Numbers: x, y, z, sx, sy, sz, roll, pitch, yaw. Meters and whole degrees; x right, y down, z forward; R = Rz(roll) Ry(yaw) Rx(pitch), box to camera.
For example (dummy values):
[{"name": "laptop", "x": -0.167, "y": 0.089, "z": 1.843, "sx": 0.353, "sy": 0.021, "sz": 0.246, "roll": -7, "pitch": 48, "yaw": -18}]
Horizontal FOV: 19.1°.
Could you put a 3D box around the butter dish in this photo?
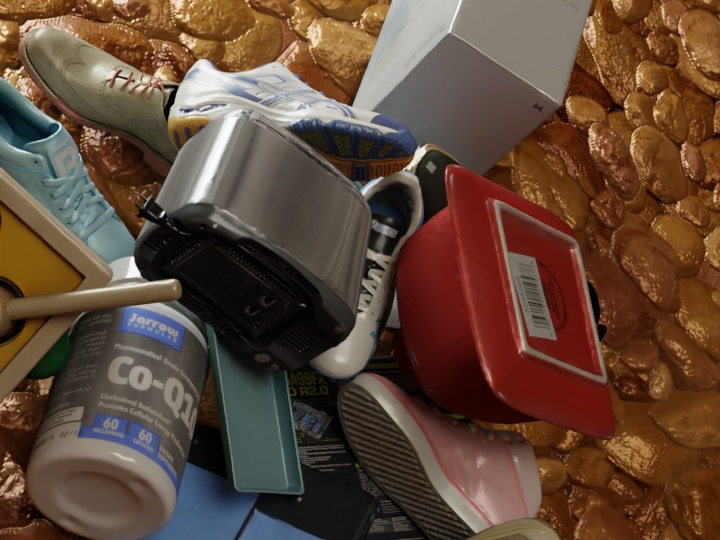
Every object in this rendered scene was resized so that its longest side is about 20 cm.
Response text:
[{"name": "butter dish", "x": 0.091, "y": 0.044, "z": 1.682, "sx": 0.199, "sy": 0.147, "sz": 0.201, "roll": 23, "pitch": 51, "yaw": -51}]

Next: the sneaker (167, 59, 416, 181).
[{"name": "sneaker", "x": -0.051, "y": -0.129, "z": 1.713, "sx": 0.199, "sy": 0.075, "sz": 0.088, "roll": 9, "pitch": 54, "yaw": -2}]

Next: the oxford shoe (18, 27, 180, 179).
[{"name": "oxford shoe", "x": -0.186, "y": -0.147, "z": 1.762, "sx": 0.199, "sy": 0.075, "sz": 0.071, "roll": 32, "pitch": 54, "yaw": -15}]

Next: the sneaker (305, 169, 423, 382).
[{"name": "sneaker", "x": 0.000, "y": 0.000, "z": 1.699, "sx": 0.072, "sy": 0.073, "sz": 0.201, "roll": 20, "pitch": 53, "yaw": 0}]

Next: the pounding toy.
[{"name": "pounding toy", "x": -0.262, "y": 0.013, "z": 1.544, "sx": 0.200, "sy": 0.142, "sz": 0.184, "roll": 42, "pitch": 87, "yaw": -6}]

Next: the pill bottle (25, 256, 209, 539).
[{"name": "pill bottle", "x": -0.176, "y": 0.093, "z": 1.616, "sx": 0.113, "sy": 0.114, "sz": 0.201, "roll": 27, "pitch": 46, "yaw": -18}]

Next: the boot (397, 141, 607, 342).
[{"name": "boot", "x": 0.125, "y": -0.023, "z": 1.795, "sx": 0.078, "sy": 0.138, "sz": 0.200, "roll": -54, "pitch": 134, "yaw": -19}]

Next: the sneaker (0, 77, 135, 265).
[{"name": "sneaker", "x": -0.245, "y": -0.071, "z": 1.684, "sx": 0.200, "sy": 0.082, "sz": 0.074, "roll": 43, "pitch": 53, "yaw": -6}]

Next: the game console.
[{"name": "game console", "x": -0.102, "y": 0.215, "z": 1.604, "sx": 0.176, "sy": 0.031, "sz": 0.200, "roll": 19, "pitch": 52, "yaw": 15}]

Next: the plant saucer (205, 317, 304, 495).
[{"name": "plant saucer", "x": -0.087, "y": 0.076, "z": 1.639, "sx": 0.070, "sy": 0.019, "sz": 0.201, "roll": 8, "pitch": 64, "yaw": -42}]

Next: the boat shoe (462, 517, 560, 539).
[{"name": "boat shoe", "x": 0.063, "y": 0.251, "z": 1.647, "sx": 0.065, "sy": 0.199, "sz": 0.071, "roll": -96, "pitch": 161, "yaw": -68}]

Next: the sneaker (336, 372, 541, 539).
[{"name": "sneaker", "x": 0.069, "y": 0.144, "z": 1.713, "sx": 0.200, "sy": 0.075, "sz": 0.105, "roll": 51, "pitch": 53, "yaw": -9}]

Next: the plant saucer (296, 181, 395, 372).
[{"name": "plant saucer", "x": -0.047, "y": -0.017, "z": 1.742, "sx": 0.199, "sy": 0.027, "sz": 0.201, "roll": 14, "pitch": 65, "yaw": -31}]

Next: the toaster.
[{"name": "toaster", "x": -0.081, "y": -0.030, "z": 1.604, "sx": 0.200, "sy": 0.113, "sz": 0.130, "roll": 37, "pitch": 46, "yaw": -22}]

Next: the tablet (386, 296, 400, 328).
[{"name": "tablet", "x": -0.027, "y": -0.021, "z": 1.836, "sx": 0.199, "sy": 0.014, "sz": 0.131, "roll": 12, "pitch": 61, "yaw": -27}]

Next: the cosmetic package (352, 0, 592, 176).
[{"name": "cosmetic package", "x": 0.097, "y": -0.195, "z": 1.876, "sx": 0.123, "sy": 0.199, "sz": 0.201, "roll": 30, "pitch": 52, "yaw": -15}]

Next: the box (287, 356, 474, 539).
[{"name": "box", "x": 0.007, "y": 0.152, "z": 1.747, "sx": 0.199, "sy": 0.044, "sz": 0.161, "roll": -1, "pitch": 65, "yaw": -33}]
